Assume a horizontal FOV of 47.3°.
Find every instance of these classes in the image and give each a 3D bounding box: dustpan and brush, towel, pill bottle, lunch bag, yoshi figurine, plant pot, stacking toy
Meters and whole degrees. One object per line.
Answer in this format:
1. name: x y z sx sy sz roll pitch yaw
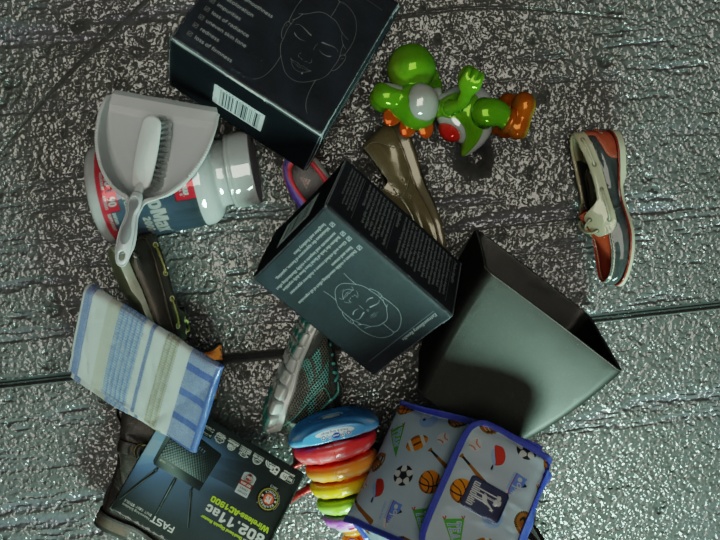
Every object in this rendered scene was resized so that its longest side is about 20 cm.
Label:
1. dustpan and brush: -0.244 -0.102 0.924 0.136 0.057 0.205 9 85 1
2. towel: -0.258 0.116 0.977 0.197 0.024 0.149 28 121 11
3. pill bottle: -0.226 -0.110 1.015 0.196 0.120 0.122 -11 98 0
4. lunch bag: 0.105 0.259 0.940 0.172 0.197 0.124 -60 137 -22
5. yoshi figurine: 0.111 -0.224 1.012 0.196 0.114 0.113 8 139 -11
6. plant pot: 0.173 0.097 1.025 0.199 0.200 0.178 36 105 -6
7. stacking toy: -0.018 0.279 1.017 0.114 0.110 0.204 -11 91 -4

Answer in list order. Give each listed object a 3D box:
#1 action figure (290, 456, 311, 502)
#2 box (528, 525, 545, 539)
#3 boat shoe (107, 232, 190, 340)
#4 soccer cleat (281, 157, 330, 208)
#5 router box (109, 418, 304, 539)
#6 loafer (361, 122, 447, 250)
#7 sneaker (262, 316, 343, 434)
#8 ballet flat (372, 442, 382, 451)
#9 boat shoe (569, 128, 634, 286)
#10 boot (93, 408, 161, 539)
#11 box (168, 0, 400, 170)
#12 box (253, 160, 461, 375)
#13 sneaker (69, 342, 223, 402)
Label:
1. action figure: -0.158 0.318 1.080 0.197 0.052 0.066 -25 90 -22
2. box: 0.135 0.389 1.059 0.200 0.164 0.166 -44 105 4
3. boat shoe: -0.242 0.056 1.004 0.060 0.071 0.205 -27 108 -27
4. soccer cleat: -0.036 -0.064 1.049 0.068 0.073 0.202 -33 97 3
5. router box: -0.189 0.277 1.027 0.198 0.062 0.152 29 69 -2
6. loafer: 0.057 -0.090 1.053 0.066 0.076 0.204 -20 88 2
7. sneaker: -0.059 0.130 1.083 0.090 0.078 0.203 20 103 -15
8. ballet flat: 0.017 0.264 1.101 0.195 0.071 0.067 -1 115 2
9. boat shoe: 0.307 -0.080 1.056 0.061 0.071 0.205 -5 92 -16
10. boot: -0.250 0.276 1.095 0.196 0.069 0.178 18 89 -11
11. box: -0.091 -0.265 0.965 0.198 0.124 0.199 31 73 -5
12. box: 0.000 0.000 0.987 0.199 0.108 0.148 40 125 -15
13. sneaker: -0.275 0.112 1.076 0.196 0.070 0.092 14 82 -3
